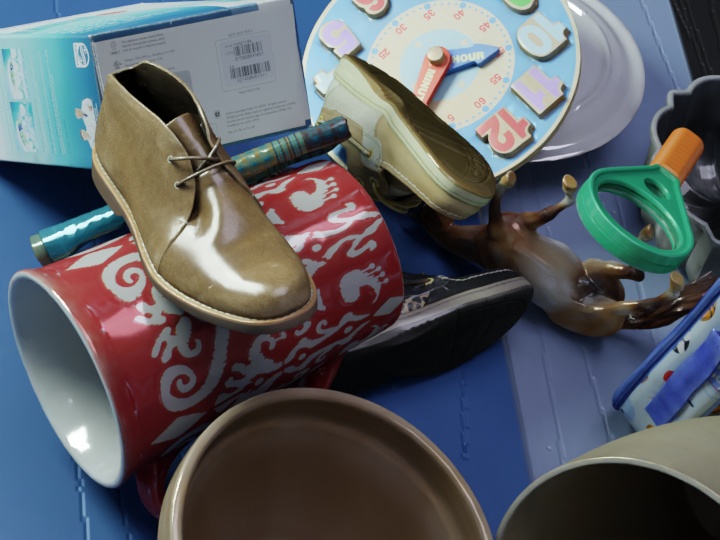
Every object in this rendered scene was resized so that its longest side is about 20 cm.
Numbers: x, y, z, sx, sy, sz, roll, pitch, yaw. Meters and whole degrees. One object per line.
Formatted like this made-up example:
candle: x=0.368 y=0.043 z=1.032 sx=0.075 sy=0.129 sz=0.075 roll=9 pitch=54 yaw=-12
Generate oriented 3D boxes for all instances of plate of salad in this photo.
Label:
plate of salad: x=0.107 y=-0.146 z=1.708 sx=0.198 sy=0.048 sz=0.201 roll=5 pitch=50 yaw=-6

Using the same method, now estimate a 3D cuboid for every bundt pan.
bundt pan: x=0.284 y=-0.043 z=1.669 sx=0.200 sy=0.076 sz=0.203 roll=12 pitch=46 yaw=-12

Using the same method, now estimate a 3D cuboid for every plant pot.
plant pot: x=-0.029 y=0.176 z=1.316 sx=0.199 sy=0.093 sz=0.202 roll=14 pitch=55 yaw=-21
plant pot: x=0.201 y=0.162 z=1.392 sx=0.187 sy=0.188 sz=0.200 roll=37 pitch=32 yaw=14

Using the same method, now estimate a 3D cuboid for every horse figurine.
horse figurine: x=0.136 y=-0.006 z=1.559 sx=0.199 sy=0.133 sz=0.050 roll=29 pitch=58 yaw=-8

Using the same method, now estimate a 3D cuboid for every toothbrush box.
toothbrush box: x=-0.146 y=-0.119 z=1.484 sx=0.146 sy=0.086 sz=0.199 roll=-15 pitch=11 yaw=-31

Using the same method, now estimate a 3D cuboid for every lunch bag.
lunch bag: x=0.253 y=0.039 z=1.494 sx=0.160 sy=0.200 sz=0.076 roll=-22 pitch=68 yaw=-36

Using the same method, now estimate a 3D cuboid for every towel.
towel: x=-0.102 y=-0.048 z=1.432 sx=0.199 sy=0.147 sz=0.022 roll=-21 pitch=93 yaw=-3

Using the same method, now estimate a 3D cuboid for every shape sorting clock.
shape sorting clock: x=0.055 y=-0.142 z=1.639 sx=0.198 sy=0.039 sz=0.202 roll=-4 pitch=66 yaw=8

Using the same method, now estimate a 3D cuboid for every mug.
mug: x=-0.086 y=0.037 z=1.375 sx=0.199 sy=0.178 sz=0.133 roll=-26 pitch=51 yaw=-24

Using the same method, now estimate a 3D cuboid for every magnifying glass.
magnifying glass: x=0.191 y=-0.051 z=1.533 sx=0.079 sy=0.022 sz=0.200 roll=37 pitch=31 yaw=3

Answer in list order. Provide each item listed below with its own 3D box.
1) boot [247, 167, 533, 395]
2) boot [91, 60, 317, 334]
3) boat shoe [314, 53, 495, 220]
boot: x=0.000 y=0.000 z=1.522 sx=0.199 sy=0.073 sz=0.151 roll=-19 pitch=58 yaw=-28
boot: x=-0.090 y=-0.041 z=1.283 sx=0.073 sy=0.076 sz=0.200 roll=-20 pitch=46 yaw=-28
boat shoe: x=0.026 y=-0.073 z=1.540 sx=0.074 sy=0.067 sz=0.200 roll=25 pitch=14 yaw=-29
